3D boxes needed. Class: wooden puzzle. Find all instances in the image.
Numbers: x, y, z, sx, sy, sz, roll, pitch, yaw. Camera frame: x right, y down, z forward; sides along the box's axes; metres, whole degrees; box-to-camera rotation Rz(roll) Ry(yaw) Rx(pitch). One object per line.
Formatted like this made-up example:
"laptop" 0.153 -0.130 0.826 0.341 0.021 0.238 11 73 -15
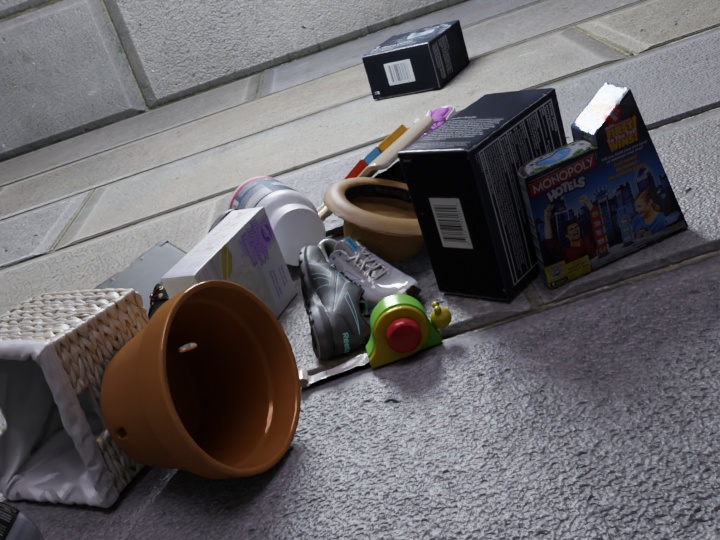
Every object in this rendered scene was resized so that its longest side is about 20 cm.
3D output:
"wooden puzzle" 0.015 -0.171 1.418 0.200 0.037 0.185 -35 8 47

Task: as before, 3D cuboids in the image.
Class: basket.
"basket" -0.338 0.140 0.988 0.198 0.200 0.161 -5 23 31

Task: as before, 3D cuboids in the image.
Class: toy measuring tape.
"toy measuring tape" 0.011 0.076 1.010 0.198 0.074 0.074 -19 23 1

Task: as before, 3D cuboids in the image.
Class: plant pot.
"plant pot" -0.179 0.125 0.912 0.139 0.201 0.200 -19 20 32

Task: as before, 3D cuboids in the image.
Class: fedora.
"fedora" 0.037 -0.067 1.245 0.198 0.083 0.201 10 26 -5

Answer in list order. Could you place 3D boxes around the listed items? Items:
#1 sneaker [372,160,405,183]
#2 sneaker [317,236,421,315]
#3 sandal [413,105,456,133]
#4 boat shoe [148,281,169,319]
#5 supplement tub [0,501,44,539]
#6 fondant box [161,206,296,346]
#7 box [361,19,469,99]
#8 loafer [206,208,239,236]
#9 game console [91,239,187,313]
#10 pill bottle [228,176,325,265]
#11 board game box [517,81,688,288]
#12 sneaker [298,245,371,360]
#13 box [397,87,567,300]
"sneaker" 0.043 -0.115 1.414 0.090 0.077 0.200 -25 15 10
"sneaker" 0.000 0.000 1.163 0.075 0.088 0.199 -32 27 -31
"sandal" 0.139 -0.300 1.747 0.082 0.050 0.203 -9 26 23
"boat shoe" -0.289 0.050 1.284 0.073 0.063 0.202 -36 14 26
"supplement tub" -0.355 0.303 0.736 0.121 0.124 0.201 -16 24 7
"fondant box" -0.172 0.022 1.172 0.058 0.146 0.200 -7 26 26
"box" 0.140 -0.528 2.157 0.195 0.119 0.200 -3 27 34
"loafer" -0.197 0.002 1.282 0.070 0.073 0.202 6 65 20
"game console" -0.367 0.050 1.422 0.175 0.117 0.200 28 44 19
"pill bottle" -0.131 -0.076 1.386 0.119 0.121 0.200 -26 25 -16
"board game box" 0.282 -0.111 1.039 0.198 0.202 0.062 -22 24 -9
"sneaker" -0.035 0.038 1.119 0.078 0.076 0.201 -10 42 -7
"box" 0.173 -0.100 1.103 0.122 0.202 0.198 6 33 46
